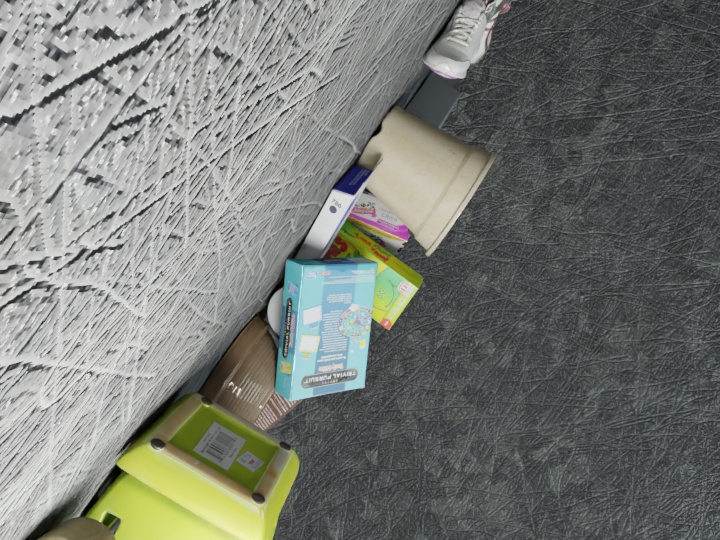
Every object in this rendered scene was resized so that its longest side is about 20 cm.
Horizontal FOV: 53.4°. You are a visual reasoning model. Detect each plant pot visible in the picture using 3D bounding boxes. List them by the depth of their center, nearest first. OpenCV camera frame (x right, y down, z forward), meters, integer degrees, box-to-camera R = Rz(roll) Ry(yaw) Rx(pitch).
[{"bbox_3d":[-0.184,0.264,0.791,0.185,0.196,0.200,-62,178,14],"label":"plant pot"},{"bbox_3d":[-0.183,0.182,1.129,0.203,0.092,0.201,-56,179,-2],"label":"plant pot"},{"bbox_3d":[0.094,-0.162,1.174,0.203,0.182,0.200,-55,180,-1],"label":"plant pot"}]

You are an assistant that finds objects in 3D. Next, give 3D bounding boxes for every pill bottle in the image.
[{"bbox_3d":[-0.095,0.076,1.218,0.114,0.112,0.200,-55,171,-2],"label":"pill bottle"}]

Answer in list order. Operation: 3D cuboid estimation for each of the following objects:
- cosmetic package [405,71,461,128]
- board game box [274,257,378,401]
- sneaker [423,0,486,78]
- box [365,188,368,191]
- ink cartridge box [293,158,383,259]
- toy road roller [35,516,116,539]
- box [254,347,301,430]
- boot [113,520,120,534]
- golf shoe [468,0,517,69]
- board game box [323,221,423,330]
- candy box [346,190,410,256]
[{"bbox_3d":[0.113,-0.284,1.440,0.202,0.080,0.113,-58,-179,-25],"label":"cosmetic package"},{"bbox_3d":[-0.052,0.085,1.100,0.148,0.046,0.206,-2,103,-41],"label":"board game box"},{"bbox_3d":[0.153,-0.372,1.130,0.202,0.073,0.101,-63,171,-49],"label":"sneaker"},{"bbox_3d":[0.051,-0.163,1.351,0.118,0.033,0.200,-17,170,-6],"label":"box"},{"bbox_3d":[-0.038,-0.091,1.117,0.201,0.039,0.100,-55,180,35],"label":"ink cartridge box"},{"bbox_3d":[-0.245,0.323,0.574,0.202,0.144,0.123,-56,180,-9],"label":"toy road roller"},{"bbox_3d":[-0.171,0.221,1.260,0.198,0.076,0.100,-37,-159,-15],"label":"box"},{"bbox_3d":[-0.283,0.313,1.038,0.156,0.071,0.201,-60,178,34],"label":"boot"},{"bbox_3d":[0.227,-0.485,1.369,0.203,0.077,0.088,-59,159,13],"label":"golf shoe"},{"bbox_3d":[0.000,0.000,1.242,0.102,0.198,0.048,-55,179,30],"label":"board game box"},{"bbox_3d":[0.015,-0.075,1.339,0.200,0.133,0.062,121,-9,-71],"label":"candy box"}]
